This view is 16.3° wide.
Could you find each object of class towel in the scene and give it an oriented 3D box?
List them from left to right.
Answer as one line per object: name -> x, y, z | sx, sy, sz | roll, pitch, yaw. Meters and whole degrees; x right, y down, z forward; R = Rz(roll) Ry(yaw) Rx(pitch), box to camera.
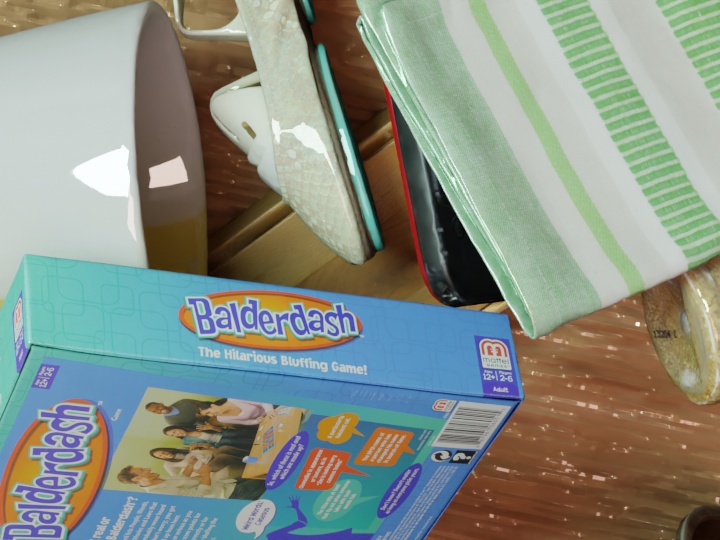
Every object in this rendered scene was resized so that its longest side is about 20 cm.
towel -> 0.112, -0.075, 0.980 | 0.199, 0.023, 0.153 | -22, 74, -26

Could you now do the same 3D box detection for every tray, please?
tray -> 0.000, 0.000, 1.115 | 0.199, 0.037, 0.099 | -36, 102, 10

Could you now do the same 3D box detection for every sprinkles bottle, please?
sprinkles bottle -> 0.214, -0.007, 1.014 | 0.199, 0.068, 0.069 | -17, 107, -14

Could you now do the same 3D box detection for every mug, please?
mug -> -0.149, -0.011, 1.027 | 0.152, 0.149, 0.188 | -4, 76, 6

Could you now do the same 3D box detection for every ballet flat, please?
ballet flat -> -0.042, -0.091, 1.059 | 0.062, 0.067, 0.202 | -15, 79, 2

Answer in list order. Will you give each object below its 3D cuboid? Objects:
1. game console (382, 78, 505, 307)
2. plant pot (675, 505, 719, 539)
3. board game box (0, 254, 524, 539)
game console -> 0.097, -0.097, 1.022 | 0.118, 0.172, 0.202 | -14, 85, 33
plant pot -> 0.137, 0.244, 1.119 | 0.198, 0.200, 0.200 | -41, 102, 21
board game box -> -0.056, 0.066, 0.996 | 0.199, 0.045, 0.152 | 7, 141, -22
